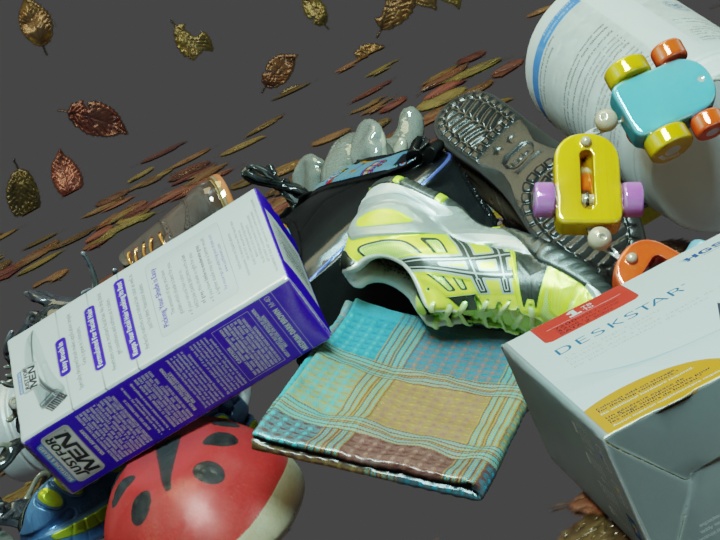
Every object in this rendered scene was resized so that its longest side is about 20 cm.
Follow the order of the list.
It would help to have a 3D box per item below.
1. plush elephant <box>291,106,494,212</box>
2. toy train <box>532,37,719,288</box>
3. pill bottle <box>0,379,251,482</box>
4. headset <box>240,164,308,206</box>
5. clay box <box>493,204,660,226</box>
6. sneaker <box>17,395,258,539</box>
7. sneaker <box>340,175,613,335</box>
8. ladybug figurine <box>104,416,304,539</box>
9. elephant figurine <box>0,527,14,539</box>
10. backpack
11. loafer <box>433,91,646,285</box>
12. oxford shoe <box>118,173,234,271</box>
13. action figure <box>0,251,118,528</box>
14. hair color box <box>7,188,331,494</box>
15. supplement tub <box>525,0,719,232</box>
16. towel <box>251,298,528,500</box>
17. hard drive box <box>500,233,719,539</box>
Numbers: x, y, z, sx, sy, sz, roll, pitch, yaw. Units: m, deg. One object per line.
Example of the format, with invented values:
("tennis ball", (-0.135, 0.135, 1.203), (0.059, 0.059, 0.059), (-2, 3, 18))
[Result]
("plush elephant", (0.030, -0.061, 1.481), (0.200, 0.155, 0.165), (-34, 15, -33))
("toy train", (0.194, -0.048, 1.126), (0.200, 0.150, 0.056), (-61, -13, -21))
("pill bottle", (-0.197, 0.097, 1.408), (0.200, 0.111, 0.111), (-23, 13, 19))
("headset", (-0.106, 0.007, 1.491), (0.200, 0.094, 0.124), (-55, 21, 19))
("clay box", (0.154, -0.037, 1.386), (0.200, 0.048, 0.115), (-29, 13, -15))
("sneaker", (-0.159, 0.138, 1.252), (0.199, 0.071, 0.083), (-29, 2, -34))
("sneaker", (0.079, 0.013, 1.155), (0.200, 0.075, 0.076), (24, 66, 22))
("ladybug figurine", (-0.105, 0.144, 1.123), (0.136, 0.072, 0.200), (-27, 13, -4))
("elephant figurine", (-0.265, 0.204, 1.144), (0.200, 0.155, 0.142), (-15, -20, 5))
("backpack", (0.000, 0.000, 1.311), (0.183, 0.135, 0.200), (-41, 14, -13))
("loafer", (0.135, -0.053, 1.288), (0.073, 0.071, 0.200), (-37, 58, -7))
("oxford shoe", (-0.146, -0.009, 1.406), (0.073, 0.071, 0.200), (-16, -21, -28))
("action figure", (-0.217, 0.090, 1.304), (0.200, 0.119, 0.102), (-63, -27, -2))
("hair color box", (-0.127, 0.045, 1.150), (0.200, 0.065, 0.109), (-30, 37, 5))
("supplement tub", (0.217, -0.126, 1.289), (0.132, 0.132, 0.200), (-28, 35, -7))
("towel", (0.031, 0.074, 1.098), (0.146, 0.022, 0.200), (10, 24, 14))
("hard drive box", (0.175, 0.057, 0.902), (0.156, 0.077, 0.200), (-27, 12, -4))
